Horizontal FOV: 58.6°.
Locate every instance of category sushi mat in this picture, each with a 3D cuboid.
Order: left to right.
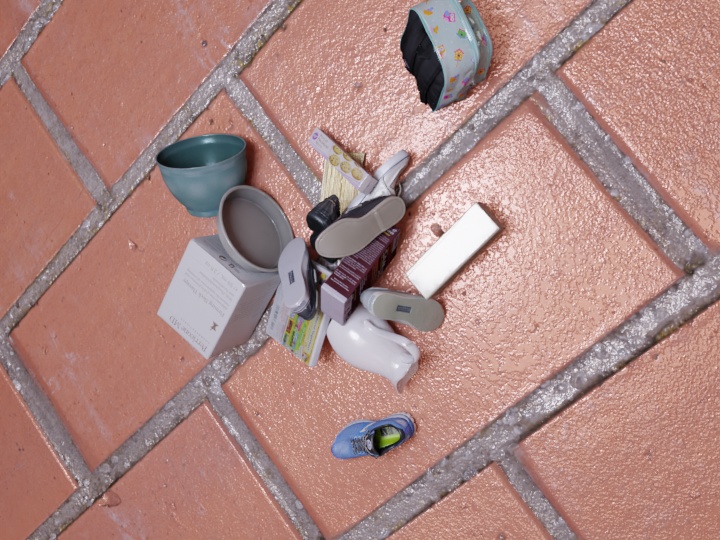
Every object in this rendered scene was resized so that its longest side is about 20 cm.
[{"bbox_3d":[-0.045,-0.157,1.394,0.093,0.012,0.206,9,98,18],"label":"sushi mat"}]

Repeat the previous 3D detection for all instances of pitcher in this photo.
[{"bbox_3d":[0.032,0.144,1.313,0.198,0.122,0.173,35,149,12],"label":"pitcher"}]

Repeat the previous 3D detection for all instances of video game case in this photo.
[{"bbox_3d":[-0.127,0.078,1.397,0.180,0.023,0.205,28,104,44],"label":"video game case"}]

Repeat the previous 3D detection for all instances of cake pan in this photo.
[{"bbox_3d":[-0.228,-0.084,1.377,0.036,0.199,0.204,-29,84,36],"label":"cake pan"}]

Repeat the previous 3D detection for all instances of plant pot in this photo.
[{"bbox_3d":[-0.339,-0.203,1.420,0.195,0.201,0.137,6,124,19],"label":"plant pot"}]

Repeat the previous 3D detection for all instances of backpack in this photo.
[{"bbox_3d":[0.160,-0.417,1.201,0.150,0.200,0.179,-23,84,4],"label":"backpack"}]

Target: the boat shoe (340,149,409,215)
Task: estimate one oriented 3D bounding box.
[{"bbox_3d":[0.048,-0.149,1.325,0.086,0.074,0.202,44,102,9],"label":"boat shoe"}]

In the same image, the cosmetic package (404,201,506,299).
[{"bbox_3d":[0.189,-0.039,1.270,0.073,0.103,0.200,47,106,11],"label":"cosmetic package"}]

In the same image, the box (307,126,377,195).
[{"bbox_3d":[-0.040,-0.228,1.331,0.042,0.038,0.200,-51,54,12],"label":"box"}]

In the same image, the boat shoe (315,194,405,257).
[{"bbox_3d":[-0.006,-0.089,1.249,0.197,0.063,0.074,-29,118,-14],"label":"boat shoe"}]

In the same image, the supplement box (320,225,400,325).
[{"bbox_3d":[0.000,0.000,1.286,0.060,0.110,0.201,31,65,13],"label":"supplement box"}]

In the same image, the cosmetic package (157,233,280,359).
[{"bbox_3d":[-0.307,0.050,1.416,0.166,0.166,0.202,37,112,14],"label":"cosmetic package"}]

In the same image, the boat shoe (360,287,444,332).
[{"bbox_3d":[0.085,0.071,1.294,0.071,0.197,0.072,32,103,53],"label":"boat shoe"}]

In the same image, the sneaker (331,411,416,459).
[{"bbox_3d":[0.018,0.358,1.369,0.197,0.089,0.080,-24,85,20],"label":"sneaker"}]

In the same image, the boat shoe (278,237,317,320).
[{"bbox_3d":[-0.120,0.017,1.323,0.071,0.068,0.202,-31,41,15],"label":"boat shoe"}]

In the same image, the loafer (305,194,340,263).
[{"bbox_3d":[-0.062,-0.080,1.328,0.072,0.201,0.073,35,70,12],"label":"loafer"}]
